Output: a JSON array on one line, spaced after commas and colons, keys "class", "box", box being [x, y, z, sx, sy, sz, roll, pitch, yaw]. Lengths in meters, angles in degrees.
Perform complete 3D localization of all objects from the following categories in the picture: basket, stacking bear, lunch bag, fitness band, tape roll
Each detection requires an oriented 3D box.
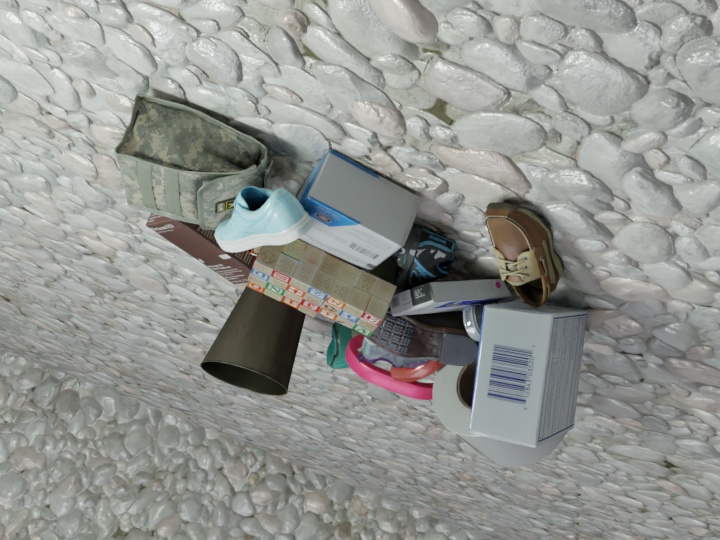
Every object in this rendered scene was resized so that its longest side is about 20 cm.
[{"class": "basket", "box": [-0.176, 0.106, 1.739, 0.180, 0.201, 0.136, 4, 152, 33]}, {"class": "stacking bear", "box": [0.057, 0.085, 1.622, 0.113, 0.122, 0.200, -1, 142, 47]}, {"class": "lunch bag", "box": [-0.224, -0.137, 1.339, 0.199, 0.118, 0.164, 15, 158, -2]}, {"class": "fitness band", "box": [0.070, 0.170, 1.757, 0.199, 0.144, 0.038, 19, 122, 2]}, {"class": "tape roll", "box": [0.240, 0.211, 1.618, 0.202, 0.203, 0.139, 0, 151, 41]}]

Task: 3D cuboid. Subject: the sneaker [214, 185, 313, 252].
[{"class": "sneaker", "box": [-0.143, -0.079, 1.303, 0.200, 0.074, 0.082, -7, 119, 48]}]

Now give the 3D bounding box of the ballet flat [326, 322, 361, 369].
[{"class": "ballet flat", "box": [-0.027, 0.145, 1.903, 0.070, 0.068, 0.200, -3, 159, -7]}]

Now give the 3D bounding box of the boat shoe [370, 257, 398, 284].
[{"class": "boat shoe", "box": [-0.001, 0.002, 1.516, 0.199, 0.075, 0.066, 32, 158, -25]}]

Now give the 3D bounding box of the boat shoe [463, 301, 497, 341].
[{"class": "boat shoe", "box": [0.217, 0.086, 1.487, 0.056, 0.069, 0.200, -17, 165, 23]}]

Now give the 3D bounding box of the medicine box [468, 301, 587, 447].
[{"class": "medicine box", "box": [0.246, 0.142, 1.384, 0.103, 0.183, 0.200, 8, -177, 27]}]

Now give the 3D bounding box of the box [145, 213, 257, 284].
[{"class": "box", "box": [-0.242, -0.057, 1.596, 0.200, 0.075, 0.100, 38, 153, -32]}]

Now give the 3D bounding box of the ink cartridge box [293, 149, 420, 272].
[{"class": "ink cartridge box", "box": [-0.027, -0.069, 1.355, 0.146, 0.086, 0.200, 27, 159, -12]}]

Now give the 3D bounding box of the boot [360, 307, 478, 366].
[{"class": "boot", "box": [0.089, 0.087, 1.499, 0.199, 0.097, 0.075, 18, 114, 3]}]

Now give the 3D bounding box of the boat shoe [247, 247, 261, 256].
[{"class": "boat shoe", "box": [-0.172, -0.058, 1.544, 0.200, 0.063, 0.071, 34, 153, -32]}]

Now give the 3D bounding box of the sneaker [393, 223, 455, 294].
[{"class": "sneaker", "box": [0.094, 0.000, 1.429, 0.082, 0.074, 0.200, 13, 160, 5]}]

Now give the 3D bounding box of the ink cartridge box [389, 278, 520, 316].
[{"class": "ink cartridge box", "box": [0.147, 0.040, 1.444, 0.199, 0.037, 0.095, 1, 165, -39]}]

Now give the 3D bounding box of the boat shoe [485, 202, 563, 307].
[{"class": "boat shoe", "box": [0.218, -0.016, 1.279, 0.075, 0.074, 0.200, 4, 153, 35]}]

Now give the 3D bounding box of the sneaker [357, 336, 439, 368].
[{"class": "sneaker", "box": [0.095, 0.122, 1.563, 0.199, 0.075, 0.088, 7, 135, -14]}]

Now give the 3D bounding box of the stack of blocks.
[{"class": "stack of blocks", "box": [-0.059, 0.023, 1.403, 0.199, 0.059, 0.115, 25, 158, -4]}]
